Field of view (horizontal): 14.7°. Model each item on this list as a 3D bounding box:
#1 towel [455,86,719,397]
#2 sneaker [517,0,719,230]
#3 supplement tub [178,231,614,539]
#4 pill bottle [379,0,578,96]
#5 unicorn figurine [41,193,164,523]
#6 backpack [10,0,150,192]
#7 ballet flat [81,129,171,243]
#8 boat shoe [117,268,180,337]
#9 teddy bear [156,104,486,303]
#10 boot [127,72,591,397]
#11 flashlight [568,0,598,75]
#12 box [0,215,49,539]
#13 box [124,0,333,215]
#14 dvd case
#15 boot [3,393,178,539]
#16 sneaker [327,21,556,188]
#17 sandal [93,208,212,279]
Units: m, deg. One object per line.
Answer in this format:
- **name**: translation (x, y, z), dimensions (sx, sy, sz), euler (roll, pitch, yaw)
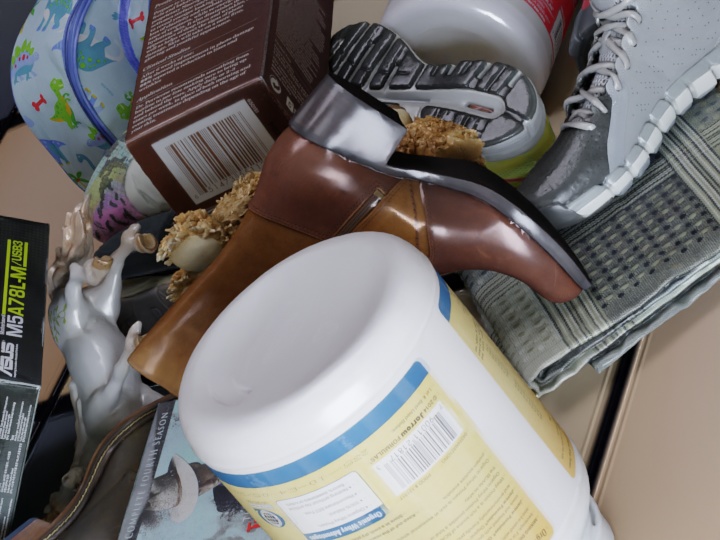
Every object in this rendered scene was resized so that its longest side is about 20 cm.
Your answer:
- **towel**: translation (0.149, -0.019, 1.559), dimensions (0.192, 0.035, 0.200), euler (-35, 26, 4)
- **sneaker**: translation (0.135, -0.123, 1.575), dimensions (0.200, 0.116, 0.075), euler (-46, 27, -20)
- **supplement tub**: translation (0.021, 0.096, 1.353), dimensions (0.144, 0.200, 0.145), euler (-29, 28, 18)
- **pill bottle**: translation (0.089, -0.194, 1.794), dimensions (0.112, 0.112, 0.200), euler (-17, 35, 36)
- **unicorn figurine**: translation (-0.159, 0.065, 1.713), dimensions (0.137, 0.074, 0.201), euler (-49, 37, 41)
- **backpack**: translation (-0.138, -0.156, 1.942), dimensions (0.147, 0.183, 0.200), euler (-7, 44, 47)
- **ballet flat**: translation (-0.098, -0.085, 1.798), dimensions (0.200, 0.069, 0.071), euler (-40, 29, 1)
- **boat shoe**: translation (-0.090, 0.007, 1.760), dimensions (0.200, 0.075, 0.073), euler (-2, 45, 48)
- **teddy bear**: translation (-0.027, -0.038, 1.579), dimensions (0.200, 0.145, 0.067), euler (-35, 56, 2)
- **boot**: translation (0.002, 0.024, 1.503), dimensions (0.200, 0.188, 0.069), euler (-57, 15, 10)
- **flashlight**: translation (0.176, -0.184, 1.730), dimensions (0.068, 0.068, 0.200), euler (-44, 16, 37)
- **box**: translation (-0.229, 0.097, 1.705), dimensions (0.193, 0.047, 0.201), euler (-93, 16, -59)
- **box**: translation (-0.077, -0.126, 1.700), dimensions (0.100, 0.075, 0.200), euler (-24, 34, 20)
- **dvd case**: translation (-0.034, 0.111, 1.542), dimensions (0.199, 0.022, 0.146), euler (-12, 37, 21)
- **boot**: translation (-0.123, 0.151, 1.621), dimensions (0.097, 0.075, 0.200), euler (23, 53, 33)
- **sneaker**: translation (0.041, -0.089, 1.704), dimensions (0.200, 0.090, 0.078), euler (22, 75, 41)
- **sandal**: translation (-0.094, -0.038, 1.718), dimensions (0.200, 0.048, 0.075), euler (-15, 20, 37)
